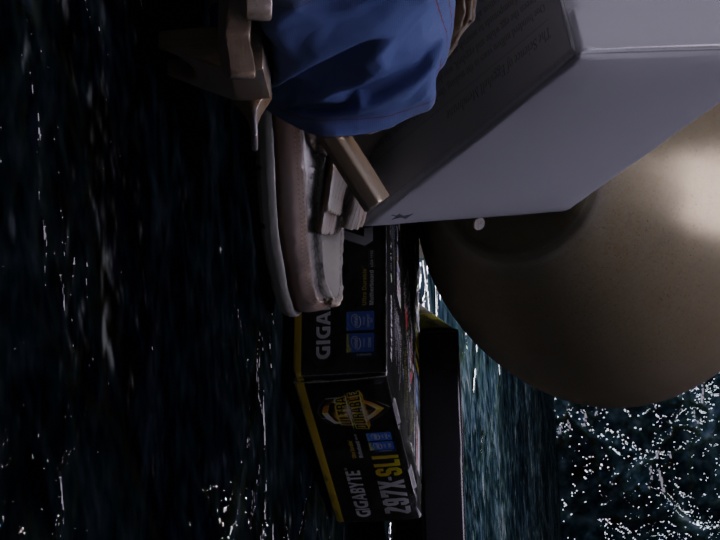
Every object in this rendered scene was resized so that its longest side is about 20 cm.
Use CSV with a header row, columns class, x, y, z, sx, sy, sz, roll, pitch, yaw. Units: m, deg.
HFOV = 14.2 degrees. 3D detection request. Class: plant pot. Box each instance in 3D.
class,x,y,z,sx,sy,sz,roll,pitch,yaw
plant pot,0.106,-0.039,1.443,0.134,0.199,0.202,19,67,-61

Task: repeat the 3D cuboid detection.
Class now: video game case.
class,x,y,z,sx,sy,sz,roll,pitch,yaw
video game case,0.036,0.124,1.581,0.181,0.025,0.201,-143,-129,-84

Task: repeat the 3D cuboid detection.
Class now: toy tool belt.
class,x,y,z,sx,sy,sz,roll,pitch,yaw
toy tool belt,-0.015,-0.106,1.053,0.200,0.124,0.124,66,13,-69

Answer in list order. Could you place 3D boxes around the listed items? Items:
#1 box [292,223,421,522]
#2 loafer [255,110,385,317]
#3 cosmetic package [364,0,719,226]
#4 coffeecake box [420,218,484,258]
class,x,y,z,sx,sy,sz,roll,pitch,yaw
box,0.000,0.000,1.414,0.160,0.049,0.201,79,10,-61
loafer,-0.015,-0.080,1.266,0.072,0.062,0.201,-44,131,-80
cosmetic package,0.072,-0.148,1.285,0.199,0.122,0.201,-36,-119,56
coffeecake box,0.117,-0.085,1.766,0.154,0.199,0.073,-87,175,-45
